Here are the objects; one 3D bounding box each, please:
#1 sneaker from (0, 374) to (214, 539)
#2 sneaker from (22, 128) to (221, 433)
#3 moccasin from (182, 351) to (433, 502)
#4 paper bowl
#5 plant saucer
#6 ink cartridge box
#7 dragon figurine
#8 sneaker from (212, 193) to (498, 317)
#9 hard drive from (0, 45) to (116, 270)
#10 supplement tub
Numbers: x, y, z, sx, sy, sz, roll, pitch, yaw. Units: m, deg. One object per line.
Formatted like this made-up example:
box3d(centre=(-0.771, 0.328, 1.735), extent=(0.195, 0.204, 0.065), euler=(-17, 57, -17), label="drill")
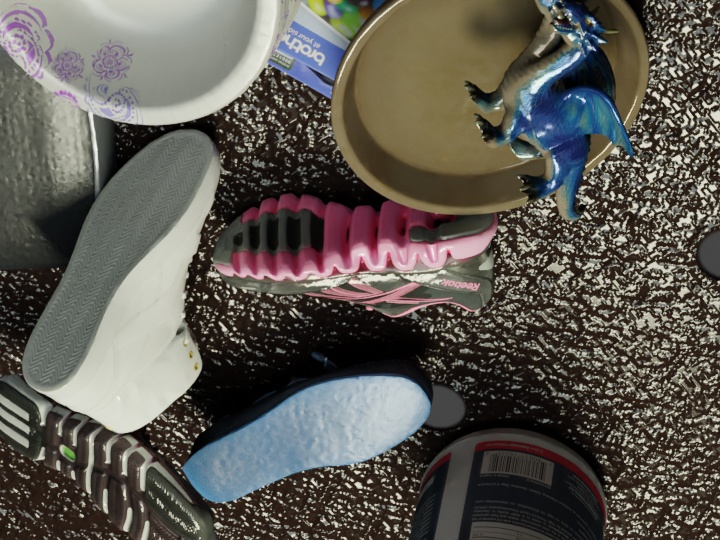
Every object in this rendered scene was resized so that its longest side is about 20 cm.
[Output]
box3d(centre=(-0.156, 0.111, 1.430), extent=(0.199, 0.115, 0.076), euler=(33, 133, 22), label="sneaker")
box3d(centre=(-0.139, 0.011, 1.362), extent=(0.073, 0.201, 0.116), euler=(26, 170, 36), label="sneaker")
box3d(centre=(-0.039, 0.099, 1.437), extent=(0.198, 0.068, 0.081), euler=(-17, 113, 22), label="moccasin")
box3d(centre=(-0.128, -0.196, 1.205), extent=(0.199, 0.105, 0.202), euler=(8, 125, 12), label="paper bowl")
box3d(centre=(0.078, -0.115, 1.239), extent=(0.198, 0.030, 0.201), euler=(-6, 135, -6), label="plant saucer")
box3d(centre=(0.016, -0.173, 1.240), extent=(0.119, 0.042, 0.201), euler=(28, 128, -8), label="ink cartridge box")
box3d(centre=(0.128, -0.094, 1.210), extent=(0.099, 0.059, 0.200), euler=(-26, 133, 15), label="dragon figurine")
box3d(centre=(0.000, 0.000, 1.357), extent=(0.198, 0.079, 0.096), euler=(-3, 137, 16), label="sneaker")
box3d(centre=(-0.230, -0.085, 1.342), extent=(0.133, 0.042, 0.202), euler=(-2, 126, -4), label="hard drive")
box3d(centre=(0.097, 0.221, 1.411), extent=(0.139, 0.201, 0.141), euler=(6, 128, 8), label="supplement tub")
